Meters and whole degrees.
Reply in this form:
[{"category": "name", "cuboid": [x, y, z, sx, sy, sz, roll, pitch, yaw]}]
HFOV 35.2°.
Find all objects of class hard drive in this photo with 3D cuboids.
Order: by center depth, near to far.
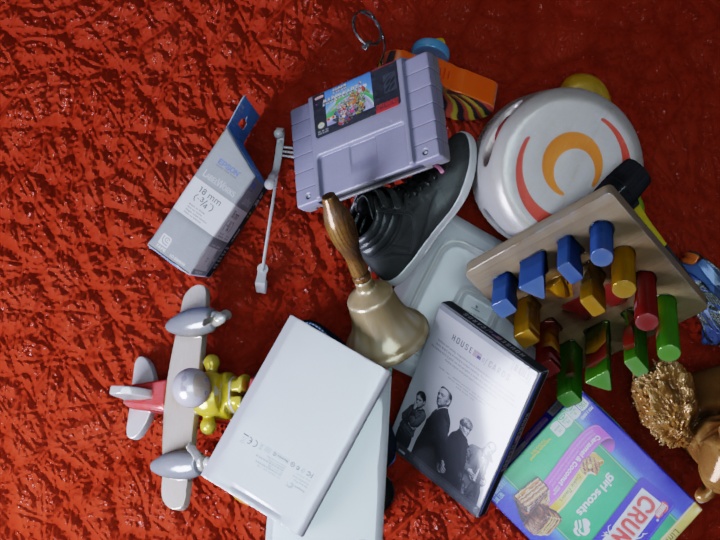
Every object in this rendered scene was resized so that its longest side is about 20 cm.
[{"category": "hard drive", "cuboid": [-0.070, 0.169, 1.254, 0.131, 0.025, 0.202, 28, 82, 9]}, {"category": "hard drive", "cuboid": [-0.035, 0.216, 1.276, 0.130, 0.026, 0.203, 4, 78, -2]}]

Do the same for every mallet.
[{"category": "mallet", "cuboid": [0.323, -0.026, 1.266, 0.065, 0.041, 0.201, -35, 109, -8]}]

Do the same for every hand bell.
[{"category": "hand bell", "cuboid": [0.000, 0.000, 1.263, 0.103, 0.105, 0.202, -22, 121, 0]}]

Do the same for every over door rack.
[{"category": "over door rack", "cuboid": [-0.044, -0.065, 1.366, 0.145, 0.067, 0.203, 7, 89, 2]}]

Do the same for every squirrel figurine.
[{"category": "squirrel figurine", "cuboid": [0.389, 0.182, 1.280, 0.198, 0.187, 0.143, 24, 115, 12]}]

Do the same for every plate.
[{"category": "plate", "cuboid": [0.133, 0.053, 1.367, 0.198, 0.032, 0.202, 27, 85, -1]}]

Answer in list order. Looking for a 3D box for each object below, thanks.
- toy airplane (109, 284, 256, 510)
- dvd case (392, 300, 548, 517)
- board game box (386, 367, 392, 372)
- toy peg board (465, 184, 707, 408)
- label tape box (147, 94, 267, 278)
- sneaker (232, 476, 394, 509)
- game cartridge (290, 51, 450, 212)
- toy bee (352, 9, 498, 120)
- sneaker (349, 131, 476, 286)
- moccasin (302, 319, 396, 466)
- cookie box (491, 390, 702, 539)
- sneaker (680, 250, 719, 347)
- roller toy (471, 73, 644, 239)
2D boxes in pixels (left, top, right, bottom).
[{"category": "toy airplane", "cuboid": [-0.199, 0.143, 1.325, 0.199, 0.141, 0.200, -40, 75, -8]}, {"category": "dvd case", "cuboid": [0.118, 0.159, 1.306, 0.150, 0.025, 0.202, 35, 118, 31]}, {"category": "board game box", "cuboid": [-0.018, 0.195, 1.382, 0.103, 0.023, 0.204, 5, 89, -1]}, {"category": "toy peg board", "cuboid": [0.249, 0.044, 1.254, 0.199, 0.099, 0.199, -30, 120, 31]}, {"category": "label tape box", "cuboid": [-0.157, -0.092, 1.330, 0.063, 0.144, 0.201, 33, 90, 2]}, {"category": "sneaker", "cuboid": [-0.059, 0.260, 1.323, 0.197, 0.090, 0.071, 6, 88, 3]}, {"category": "game cartridge", "cuboid": [0.005, -0.156, 1.279, 0.198, 0.038, 0.132, -18, 73, 33]}, {"category": "toy bee", "cuboid": [0.062, -0.236, 1.364, 0.200, 0.108, 0.131, 43, 58, -10]}, {"category": "sneaker", "cuboid": [0.056, -0.088, 1.307, 0.099, 0.070, 0.201, 33, 89, -39]}, {"category": "moccasin", "cuboid": [-0.016, 0.141, 1.337, 0.080, 0.068, 0.201, -39, 86, 0]}, {"category": "cookie box", "cuboid": [0.270, 0.269, 1.346, 0.200, 0.075, 0.171, 43, 90, 2]}, {"category": "sneaker", "cuboid": [0.446, 0.067, 1.358, 0.200, 0.075, 0.079, 43, 99, 10]}, {"category": "roller toy", "cuboid": [0.224, -0.119, 1.325, 0.180, 0.140, 0.203, -13, 96, -7]}]
